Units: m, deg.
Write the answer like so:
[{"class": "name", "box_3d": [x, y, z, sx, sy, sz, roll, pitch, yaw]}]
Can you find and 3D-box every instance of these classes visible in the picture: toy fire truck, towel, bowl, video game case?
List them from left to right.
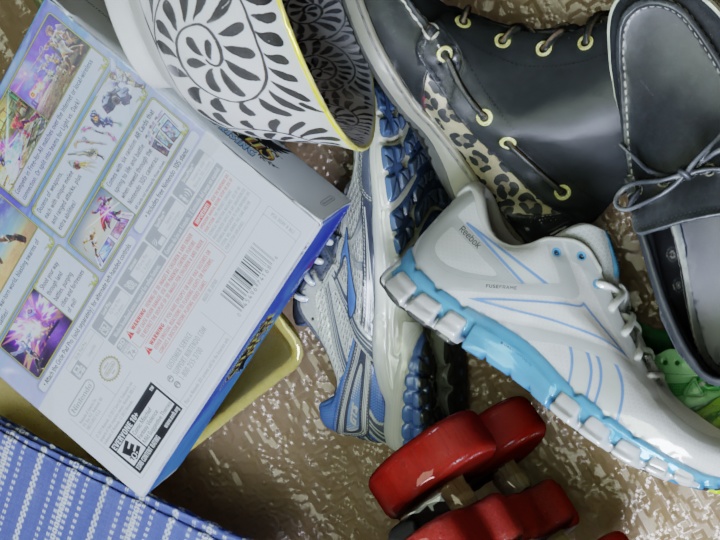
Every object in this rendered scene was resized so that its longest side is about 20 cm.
[{"class": "towel", "box_3d": [-0.142, 0.181, 1.166, 0.199, 0.024, 0.146, 24, 106, 18]}, {"class": "video game case", "box_3d": [-0.127, -0.014, 1.089, 0.181, 0.045, 0.200, 39, 119, 8]}, {"class": "bowl", "box_3d": [-0.067, -0.142, 1.002, 0.094, 0.201, 0.202, -14, 98, 12]}, {"class": "toy fire truck", "box_3d": [0.036, 0.159, 1.062, 0.168, 0.200, 0.112, -41, 76, 18]}]

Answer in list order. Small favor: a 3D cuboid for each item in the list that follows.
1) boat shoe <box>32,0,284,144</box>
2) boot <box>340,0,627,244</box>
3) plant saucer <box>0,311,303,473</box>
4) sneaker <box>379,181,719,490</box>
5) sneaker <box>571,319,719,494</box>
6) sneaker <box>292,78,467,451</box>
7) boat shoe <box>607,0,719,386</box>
[{"class": "boat shoe", "box_3d": [-0.110, -0.137, 1.110, 0.075, 0.068, 0.200, -38, 87, 25]}, {"class": "boot", "box_3d": [0.089, -0.116, 1.043, 0.153, 0.074, 0.204, -27, 102, 21]}, {"class": "plant saucer", "box_3d": [-0.144, 0.013, 1.160, 0.200, 0.048, 0.200, -38, 89, 31]}, {"class": "sneaker", "box_3d": [0.108, 0.027, 1.004, 0.199, 0.075, 0.087, 35, 95, 15]}, {"class": "sneaker", "box_3d": [0.185, 0.063, 1.039, 0.199, 0.074, 0.084, 18, 106, 28]}, {"class": "sneaker", "box_3d": [0.000, 0.000, 1.103, 0.085, 0.077, 0.202, 2, 102, 26]}, {"class": "boat shoe", "box_3d": [0.157, -0.039, 0.973, 0.074, 0.062, 0.201, -11, 95, 28]}]
